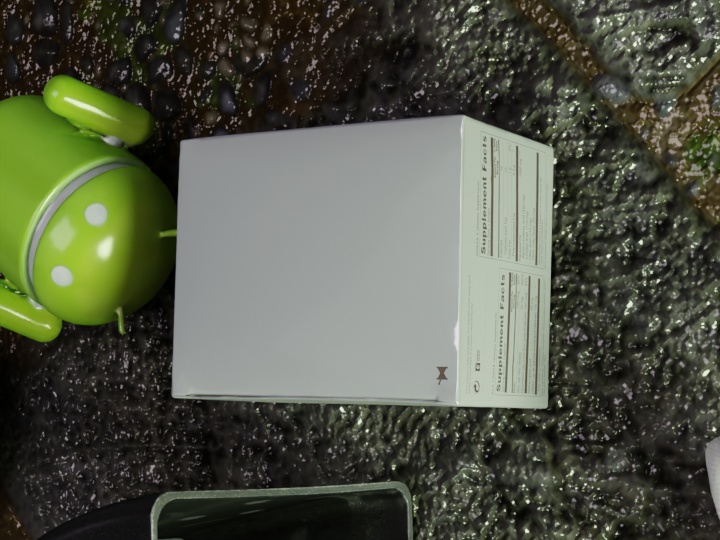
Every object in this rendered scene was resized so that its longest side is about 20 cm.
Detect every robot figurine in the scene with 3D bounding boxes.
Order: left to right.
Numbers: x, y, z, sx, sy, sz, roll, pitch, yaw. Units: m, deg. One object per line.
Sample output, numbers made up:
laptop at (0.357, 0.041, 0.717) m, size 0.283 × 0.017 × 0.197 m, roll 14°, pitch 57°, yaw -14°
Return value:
robot figurine at (-0.202, -0.042, 1.034) m, size 0.200 × 0.115 × 0.176 m, roll 35°, pitch 102°, yaw 30°

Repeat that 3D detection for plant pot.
plant pot at (-0.097, 0.227, 0.904) m, size 0.177 × 0.199 × 0.202 m, roll -6°, pitch 82°, yaw 43°

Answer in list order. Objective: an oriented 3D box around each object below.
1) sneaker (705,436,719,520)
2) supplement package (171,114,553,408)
sneaker at (0.242, 0.165, 0.758) m, size 0.088 × 0.075 × 0.201 m, roll -28°, pitch 76°, yaw 15°
supplement package at (0.000, 0.000, 0.901) m, size 0.199 × 0.111 × 0.157 m, roll -1°, pitch 85°, yaw 33°
